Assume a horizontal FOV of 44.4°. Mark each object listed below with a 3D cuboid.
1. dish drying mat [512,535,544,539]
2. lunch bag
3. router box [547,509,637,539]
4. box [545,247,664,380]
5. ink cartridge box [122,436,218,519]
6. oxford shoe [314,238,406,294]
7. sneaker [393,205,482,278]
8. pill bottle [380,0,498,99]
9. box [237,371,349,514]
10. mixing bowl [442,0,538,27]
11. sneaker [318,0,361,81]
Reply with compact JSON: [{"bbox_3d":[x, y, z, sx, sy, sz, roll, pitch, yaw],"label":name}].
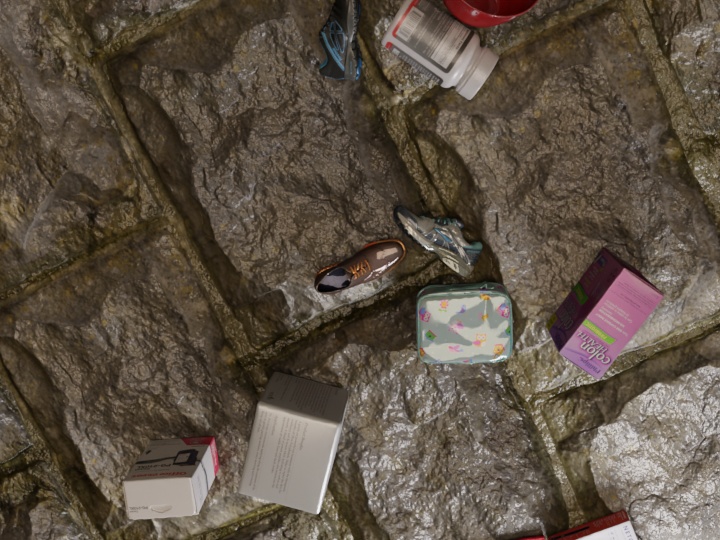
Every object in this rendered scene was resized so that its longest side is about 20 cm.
[{"bbox_3d":[0.307,0.626,1.913,0.198,0.018,0.077,-13,103,6],"label":"dish drying mat"},{"bbox_3d":[0.209,0.102,1.766,0.198,0.077,0.162,-3,102,4],"label":"lunch bag"},{"bbox_3d":[0.519,0.634,1.886,0.178,0.049,0.201,-23,101,9],"label":"router box"},{"bbox_3d":[0.462,0.079,1.693,0.096,0.176,0.201,33,104,-5],"label":"box"},{"bbox_3d":[-0.386,0.423,1.817,0.143,0.200,0.085,-5,103,5],"label":"ink cartridge box"},{"bbox_3d":[0.000,0.000,1.757,0.199,0.073,0.072,-27,100,9],"label":"oxford shoe"},{"bbox_3d":[0.153,-0.075,1.739,0.199,0.078,0.087,37,91,-12],"label":"sneaker"},{"bbox_3d":[0.148,-0.411,1.629,0.199,0.114,0.114,34,103,-5],"label":"pill bottle"},{"bbox_3d":[-0.130,0.341,1.782,0.170,0.200,0.201,14,103,2],"label":"box"},{"bbox_3d":[0.217,-0.514,1.584,0.198,0.108,0.202,5,71,-14],"label":"mixing bowl"},{"bbox_3d":[-0.041,-0.453,1.641,0.081,0.073,0.202,4,114,7],"label":"sneaker"}]
